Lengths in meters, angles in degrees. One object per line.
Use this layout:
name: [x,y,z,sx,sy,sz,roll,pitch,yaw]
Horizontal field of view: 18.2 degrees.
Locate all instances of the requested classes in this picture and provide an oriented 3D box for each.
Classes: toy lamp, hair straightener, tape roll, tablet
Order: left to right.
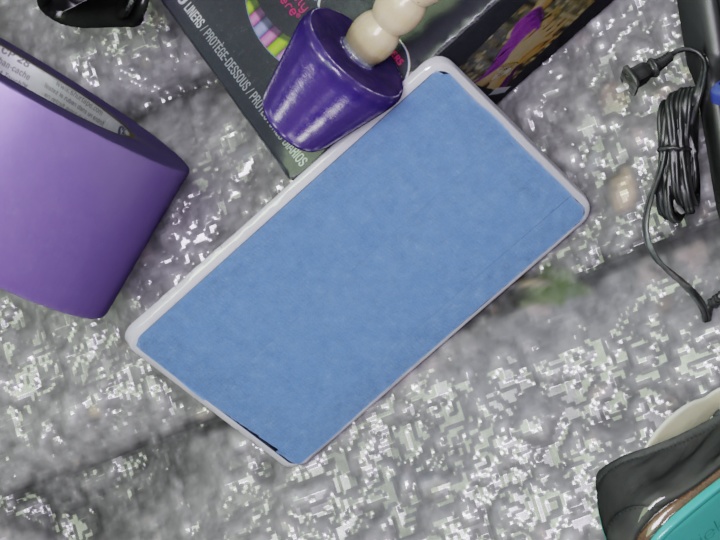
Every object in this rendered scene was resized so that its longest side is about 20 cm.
tape roll: [-0.188,-0.064,1.087,0.199,0.200,0.085,33,95,21]
tablet: [0.000,0.000,1.054,0.200,0.130,0.014,-41,38,11]
toy lamp: [0.030,-0.129,0.958,0.200,0.058,0.058,-47,69,25]
hair straightener: [0.151,-0.077,1.036,0.076,0.041,0.202,0,91,-13]

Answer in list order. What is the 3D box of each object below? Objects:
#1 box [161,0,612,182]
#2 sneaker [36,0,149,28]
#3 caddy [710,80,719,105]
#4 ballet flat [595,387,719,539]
box: [0.027,-0.141,1.064,0.200,0.106,0.123,-41,71,11]
sneaker: [-0.078,-0.176,1.036,0.200,0.075,0.116,-35,37,33]
caddy: [0.225,-0.063,0.936,0.140,0.200,0.106,-4,99,21]
ballet flat: [0.188,0.062,0.987,0.199,0.068,0.068,-27,41,-8]
